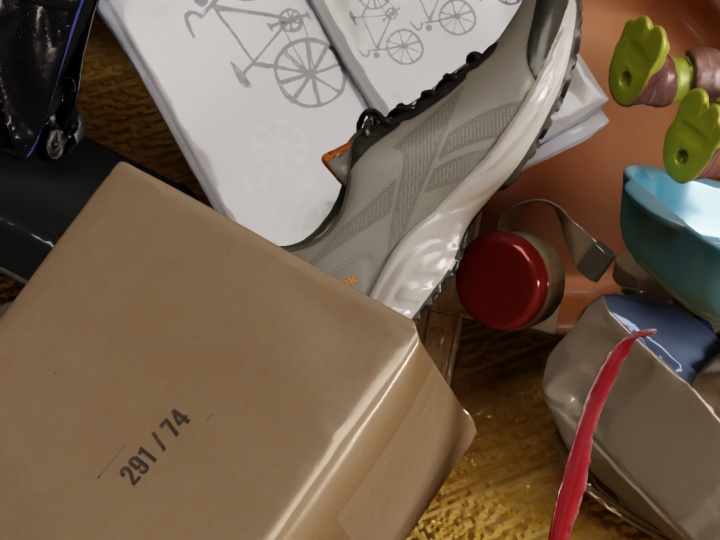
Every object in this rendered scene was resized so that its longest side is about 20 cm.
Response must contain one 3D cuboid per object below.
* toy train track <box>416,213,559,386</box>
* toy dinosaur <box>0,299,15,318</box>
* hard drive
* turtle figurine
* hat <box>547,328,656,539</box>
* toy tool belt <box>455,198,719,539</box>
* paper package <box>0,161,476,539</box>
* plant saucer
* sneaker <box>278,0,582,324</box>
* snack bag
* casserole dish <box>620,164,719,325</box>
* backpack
[{"bbox_3d":[0.000,0.000,1.210,0.199,0.033,0.116,11,81,-2],"label":"toy train track"},{"bbox_3d":[-0.226,0.010,1.199,0.199,0.102,0.077,26,87,34],"label":"toy dinosaur"},{"bbox_3d":[-0.194,-0.055,1.233,0.199,0.033,0.139,26,21,16],"label":"hard drive"},{"bbox_3d":[0.193,-0.085,1.176,0.160,0.064,0.201,-1,61,-36],"label":"turtle figurine"},{"bbox_3d":[0.040,0.157,1.040,0.164,0.177,0.201,0,53,-5],"label":"hat"},{"bbox_3d":[0.144,0.048,1.183,0.200,0.125,0.123,42,26,17],"label":"toy tool belt"},{"bbox_3d":[-0.081,0.086,1.084,0.190,0.104,0.200,29,76,29],"label":"paper package"},{"bbox_3d":[0.107,-0.068,1.250,0.199,0.037,0.202,0,90,8],"label":"plant saucer"},{"bbox_3d":[0.035,-0.058,1.151,0.079,0.074,0.201,35,89,-4],"label":"sneaker"},{"bbox_3d":[-0.008,-0.106,1.214,0.199,0.021,0.189,-28,78,-7],"label":"snack bag"},{"bbox_3d":[0.200,0.002,1.119,0.199,0.039,0.121,11,20,-26],"label":"casserole dish"},{"bbox_3d":[-0.187,-0.177,1.208,0.134,0.201,0.183,11,21,-25],"label":"backpack"}]
